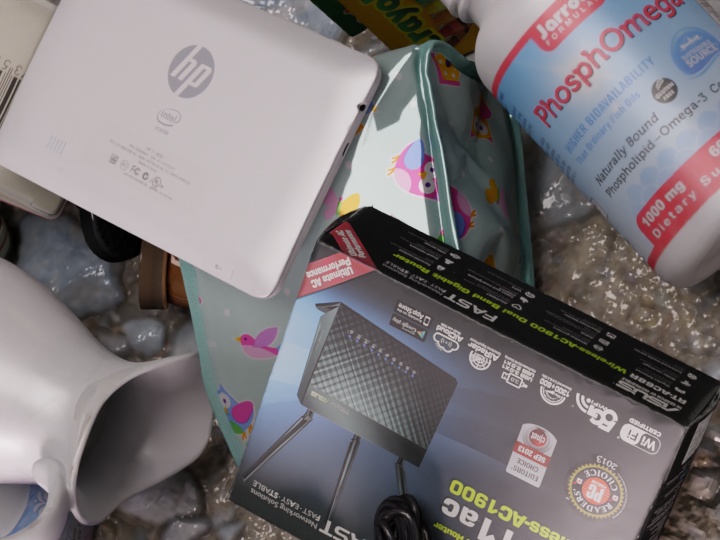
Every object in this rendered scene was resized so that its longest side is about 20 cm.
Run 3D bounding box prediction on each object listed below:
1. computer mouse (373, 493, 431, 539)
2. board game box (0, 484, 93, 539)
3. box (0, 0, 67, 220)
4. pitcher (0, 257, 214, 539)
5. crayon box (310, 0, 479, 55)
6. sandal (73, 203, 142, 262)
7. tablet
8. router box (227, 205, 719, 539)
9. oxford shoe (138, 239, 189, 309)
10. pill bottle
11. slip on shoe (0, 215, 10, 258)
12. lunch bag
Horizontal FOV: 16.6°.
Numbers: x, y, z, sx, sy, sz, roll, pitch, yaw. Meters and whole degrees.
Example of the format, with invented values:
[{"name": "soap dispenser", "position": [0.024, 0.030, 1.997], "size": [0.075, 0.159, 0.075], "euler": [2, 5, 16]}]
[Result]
[{"name": "computer mouse", "position": [-0.055, 0.165, 1.174], "size": [0.199, 0.044, 0.110], "euler": [-5, 108, 17]}, {"name": "board game box", "position": [-0.242, 0.144, 1.390], "size": [0.199, 0.043, 0.200], "euler": [-9, 66, 26]}, {"name": "box", "position": [-0.230, -0.119, 1.383], "size": [0.109, 0.128, 0.200], "euler": [-64, 29, 2]}, {"name": "pitcher", "position": [-0.203, 0.072, 1.283], "size": [0.199, 0.122, 0.172], "euler": [21, 41, 26]}, {"name": "crayon box", "position": [0.056, -0.176, 1.307], "size": [0.199, 0.127, 0.051], "euler": [-26, 59, 20]}, {"name": "sandal", "position": [-0.148, -0.085, 1.421], "size": [0.048, 0.075, 0.201], "euler": [-16, 53, 21]}, {"name": "tablet", "position": [-0.092, -0.080, 1.245], "size": [0.200, 0.014, 0.131], "euler": [26, 90, 31]}, {"name": "router box", "position": [0.051, 0.081, 1.161], "size": [0.199, 0.062, 0.150], "euler": [27, 117, 15]}, {"name": "oxford shoe", "position": [-0.078, -0.068, 1.386], "size": [0.071, 0.071, 0.201], "euler": [5, 69, 2]}, {"name": "pill bottle", "position": [0.127, -0.097, 1.205], "size": [0.109, 0.109, 0.200], "euler": [-43, 77, 7]}, {"name": "slip on shoe", "position": [-0.278, 0.023, 1.410], "size": [0.074, 0.061, 0.200], "euler": [8, 50, 38]}, {"name": "lunch bag", "position": [0.000, 0.000, 1.262], "size": [0.170, 0.122, 0.201], "euler": [-12, 82, 25]}]
